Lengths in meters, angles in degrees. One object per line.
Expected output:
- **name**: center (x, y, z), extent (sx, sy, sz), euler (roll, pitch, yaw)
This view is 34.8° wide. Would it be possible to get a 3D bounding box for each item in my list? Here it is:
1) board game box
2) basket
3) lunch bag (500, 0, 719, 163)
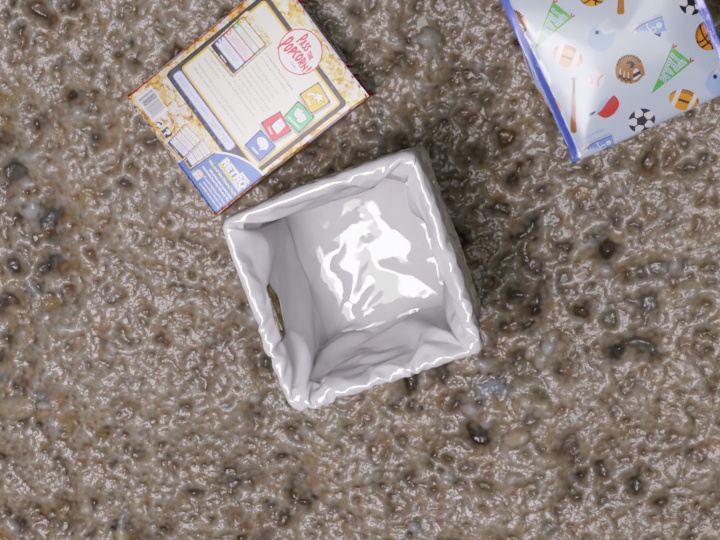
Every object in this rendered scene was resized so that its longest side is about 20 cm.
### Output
- **board game box**: center (-0.110, -0.175, 1.155), extent (0.200, 0.046, 0.152), euler (-36, 94, 12)
- **basket**: center (0.000, 0.000, 1.116), extent (0.199, 0.161, 0.199), euler (-19, 98, 10)
- **lunch bag**: center (0.228, -0.231, 1.062), extent (0.169, 0.124, 0.201), euler (-26, 104, 12)
